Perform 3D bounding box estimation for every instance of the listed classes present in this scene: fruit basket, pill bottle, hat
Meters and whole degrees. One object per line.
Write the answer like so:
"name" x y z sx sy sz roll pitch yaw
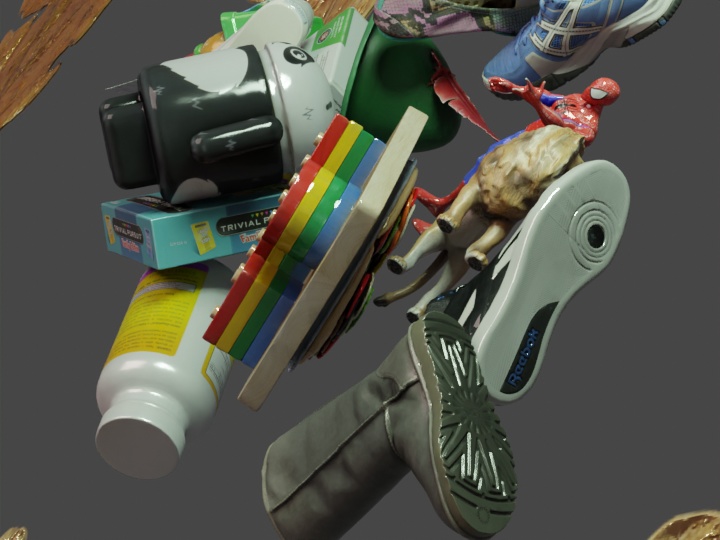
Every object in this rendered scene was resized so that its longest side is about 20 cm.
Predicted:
"fruit basket" -0.139 -0.218 2.122 0.199 0.094 0.185 -10 -3 26
"pill bottle" -0.165 0.083 1.751 0.104 0.104 0.200 -31 27 33
"hat" 0.085 -0.140 1.781 0.166 0.176 0.200 94 -164 -49

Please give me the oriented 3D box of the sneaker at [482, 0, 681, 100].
"sneaker" 0.172 -0.210 1.683 0.200 0.077 0.076 -32 28 37

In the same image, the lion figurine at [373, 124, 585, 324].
"lion figurine" 0.088 -0.039 1.546 0.123 0.072 0.200 -49 11 -34

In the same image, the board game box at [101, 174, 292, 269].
"board game box" -0.113 -0.050 1.810 0.199 0.047 0.151 -12 11 -22

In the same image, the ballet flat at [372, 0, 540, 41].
"ballet flat" 0.101 -0.235 1.728 0.069 0.200 0.071 49 134 41

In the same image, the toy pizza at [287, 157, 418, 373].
"toy pizza" 0.000 0.000 1.634 0.201 0.032 0.200 -59 2 4

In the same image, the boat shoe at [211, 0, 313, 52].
"boat shoe" -0.122 -0.195 1.979 0.200 0.072 0.069 -47 -4 23

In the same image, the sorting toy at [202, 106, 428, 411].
"sorting toy" -0.041 -0.025 1.563 0.199 0.069 0.200 -58 3 27

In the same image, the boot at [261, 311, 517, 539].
"boot" 0.011 0.144 1.379 0.200 0.072 0.182 -40 41 32

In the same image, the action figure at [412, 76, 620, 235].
"action figure" 0.108 -0.107 1.601 0.200 0.099 0.065 -32 34 26

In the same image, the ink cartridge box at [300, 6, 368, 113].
"ink cartridge box" -0.063 -0.142 1.976 0.200 0.083 0.147 -34 25 29

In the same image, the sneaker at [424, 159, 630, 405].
"sneaker" 0.104 0.004 1.446 0.112 0.073 0.200 -2 50 58

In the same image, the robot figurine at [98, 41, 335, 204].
"robot figurine" -0.121 -0.129 1.746 0.199 0.125 0.151 -12 57 -7
